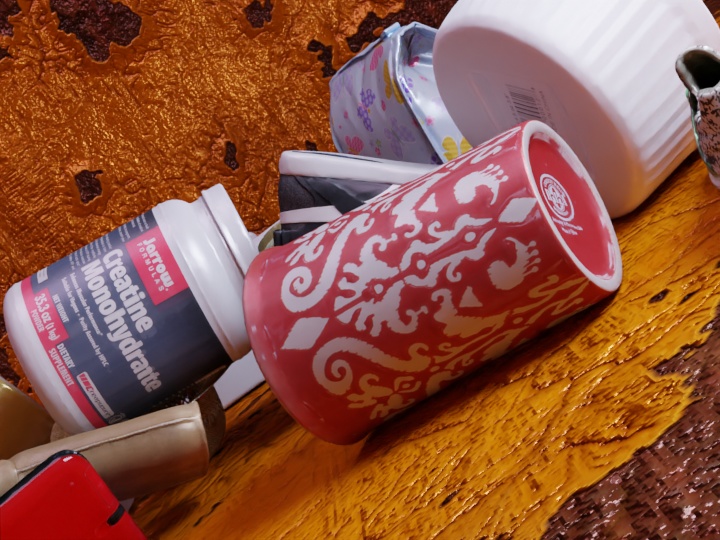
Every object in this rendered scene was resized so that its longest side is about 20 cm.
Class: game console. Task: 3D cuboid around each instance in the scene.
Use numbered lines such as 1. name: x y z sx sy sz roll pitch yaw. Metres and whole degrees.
1. game console: -0.253 0.223 0.861 0.199 0.174 0.118 -40 34 -17

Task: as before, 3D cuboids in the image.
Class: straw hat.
1. straw hat: -0.163 0.129 1.072 0.199 0.086 0.202 -23 22 10

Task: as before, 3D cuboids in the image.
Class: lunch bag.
1. lunch bag: 0.066 -0.137 1.197 0.127 0.201 0.169 -40 8 -27

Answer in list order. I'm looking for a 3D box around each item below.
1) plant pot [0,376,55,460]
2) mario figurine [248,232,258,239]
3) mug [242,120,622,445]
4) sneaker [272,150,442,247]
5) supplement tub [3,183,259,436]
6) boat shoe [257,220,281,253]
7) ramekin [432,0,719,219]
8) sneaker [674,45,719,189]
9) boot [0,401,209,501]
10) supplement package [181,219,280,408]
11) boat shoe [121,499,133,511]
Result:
1. plant pot: -0.368 0.187 1.113 0.190 0.200 0.200 -55 12 -15
2. mario figurine: -0.134 -0.017 1.791 0.200 0.106 0.123 -43 7 -25
3. mug: 0.050 -0.005 0.752 0.199 0.134 0.178 -29 12 29
4. sneaker: 0.031 -0.020 0.868 0.197 0.114 0.073 10 12 27
5. supplement tub: -0.170 0.032 0.984 0.198 0.142 0.140 -29 7 -5
6. boat shoe: 0.000 -0.001 1.041 0.199 0.067 0.072 6 -39 -47
7. ramekin: 0.142 -0.129 0.831 0.098 0.201 0.200 -47 10 -18
8. sneaker: 0.208 -0.091 0.670 0.076 0.089 0.200 -35 7 15
9. boot: -0.218 0.171 0.943 0.197 0.067 0.175 -14 -18 -17
10. supplement package: -0.112 0.044 1.263 0.199 0.118 0.117 -35 8 14
11. boat shoe: -0.264 0.218 1.074 0.071 0.068 0.200 -23 15 29
